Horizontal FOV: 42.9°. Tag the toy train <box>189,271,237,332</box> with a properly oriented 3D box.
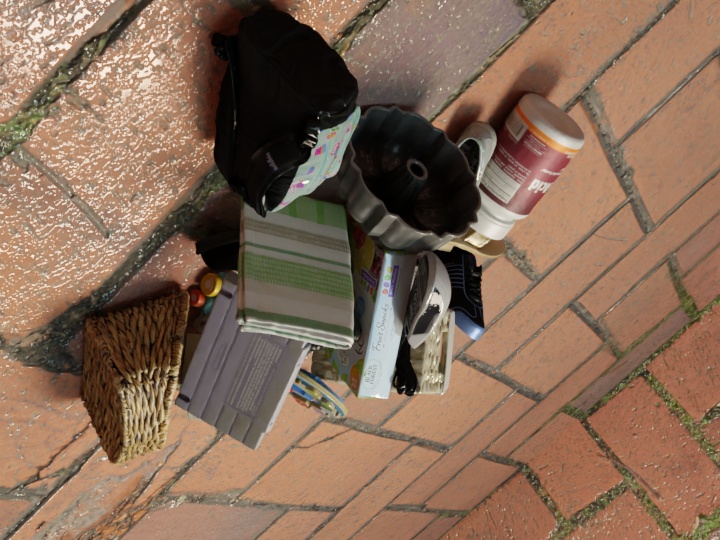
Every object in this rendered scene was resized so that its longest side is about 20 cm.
[{"bbox_3d":[-0.140,0.030,1.273,0.198,0.056,0.151,-29,151,-17],"label":"toy train"}]

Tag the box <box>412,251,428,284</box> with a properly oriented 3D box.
[{"bbox_3d":[0.072,-0.029,1.308,0.035,0.202,0.144,13,136,-5],"label":"box"}]

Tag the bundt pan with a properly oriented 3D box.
[{"bbox_3d":[0.052,-0.106,1.161,0.200,0.204,0.076,-10,156,-41],"label":"bundt pan"}]

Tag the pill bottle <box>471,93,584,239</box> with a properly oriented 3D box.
[{"bbox_3d":[0.235,-0.152,1.378,0.113,0.115,0.201,-3,137,-47],"label":"pill bottle"}]

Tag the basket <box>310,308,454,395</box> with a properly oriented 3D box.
[{"bbox_3d":[0.032,0.112,1.395,0.123,0.196,0.138,12,84,-70],"label":"basket"}]

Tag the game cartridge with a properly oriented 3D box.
[{"bbox_3d":[-0.142,0.115,1.135,0.202,0.128,0.038,-63,180,26],"label":"game cartridge"}]

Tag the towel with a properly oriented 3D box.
[{"bbox_3d":[-0.079,-0.007,1.098,0.147,0.203,0.031,14,142,-25],"label":"towel"}]

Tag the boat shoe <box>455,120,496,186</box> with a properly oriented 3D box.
[{"bbox_3d":[0.135,-0.121,1.335,0.071,0.069,0.203,-43,158,-55],"label":"boat shoe"}]

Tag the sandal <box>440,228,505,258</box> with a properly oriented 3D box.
[{"bbox_3d":[0.183,-0.072,1.481,0.209,0.078,0.070,2,133,-42],"label":"sandal"}]

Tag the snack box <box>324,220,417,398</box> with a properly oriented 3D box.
[{"bbox_3d":[0.011,0.050,1.237,0.052,0.142,0.204,5,107,-21],"label":"snack box"}]

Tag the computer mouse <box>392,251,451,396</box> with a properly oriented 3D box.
[{"bbox_3d":[0.081,0.061,1.175,0.043,0.111,0.202,9,136,-10],"label":"computer mouse"}]

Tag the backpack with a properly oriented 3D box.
[{"bbox_3d":[-0.080,-0.153,0.972,0.125,0.168,0.201,-25,156,-32],"label":"backpack"}]

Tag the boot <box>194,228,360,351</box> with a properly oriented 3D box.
[{"bbox_3d":[-0.100,0.025,1.156,0.207,0.161,0.079,-3,173,-20],"label":"boot"}]

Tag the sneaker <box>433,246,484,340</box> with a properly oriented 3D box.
[{"bbox_3d":[0.166,0.021,1.480,0.070,0.201,0.078,29,115,-37],"label":"sneaker"}]

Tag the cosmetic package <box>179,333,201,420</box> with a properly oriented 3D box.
[{"bbox_3d":[-0.196,0.157,1.293,0.101,0.074,0.200,6,158,-6],"label":"cosmetic package"}]

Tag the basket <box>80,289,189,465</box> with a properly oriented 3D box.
[{"bbox_3d":[-0.271,0.148,1.200,0.147,0.143,0.202,-17,146,-32],"label":"basket"}]

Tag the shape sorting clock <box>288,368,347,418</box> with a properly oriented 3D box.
[{"bbox_3d":[-0.107,0.169,1.380,0.040,0.198,0.200,-61,156,-14],"label":"shape sorting clock"}]
